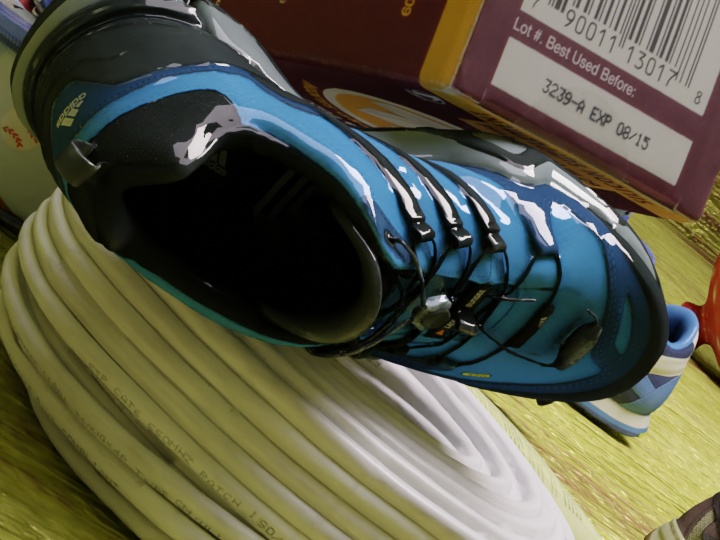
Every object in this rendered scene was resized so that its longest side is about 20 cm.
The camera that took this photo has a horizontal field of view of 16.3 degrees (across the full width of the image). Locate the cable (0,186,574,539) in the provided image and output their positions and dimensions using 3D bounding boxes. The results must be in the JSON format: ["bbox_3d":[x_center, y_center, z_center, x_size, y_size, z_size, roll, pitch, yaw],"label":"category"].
[{"bbox_3d":[-0.018,0.045,0.736,0.200,0.069,0.200,42,9,1],"label":"cable"}]

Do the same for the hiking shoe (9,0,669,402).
[{"bbox_3d":[0.000,0.000,0.642,0.199,0.075,0.087,23,28,-26],"label":"hiking shoe"}]

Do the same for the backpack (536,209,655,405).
[{"bbox_3d":[0.034,-0.044,1.193,0.190,0.154,0.200,34,7,29],"label":"backpack"}]

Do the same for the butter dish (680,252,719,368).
[{"bbox_3d":[0.351,0.044,2.192,0.200,0.147,0.200,-11,97,-79],"label":"butter dish"}]

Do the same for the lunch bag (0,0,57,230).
[{"bbox_3d":[-0.111,-0.070,0.894,0.160,0.076,0.200,34,10,-29],"label":"lunch bag"}]

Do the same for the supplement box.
[{"bbox_3d":[0.014,-0.085,0.759,0.110,0.086,0.200,25,-6,-39],"label":"supplement box"}]

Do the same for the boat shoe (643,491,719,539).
[{"bbox_3d":[0.194,0.161,1.117,0.072,0.066,0.201,36,10,-34],"label":"boat shoe"}]

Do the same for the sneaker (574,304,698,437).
[{"bbox_3d":[0.120,0.023,1.423,0.200,0.082,0.074,30,15,-46],"label":"sneaker"}]

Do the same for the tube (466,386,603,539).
[{"bbox_3d":[0.041,0.073,0.963,0.200,0.052,0.058,39,50,-41],"label":"tube"}]
